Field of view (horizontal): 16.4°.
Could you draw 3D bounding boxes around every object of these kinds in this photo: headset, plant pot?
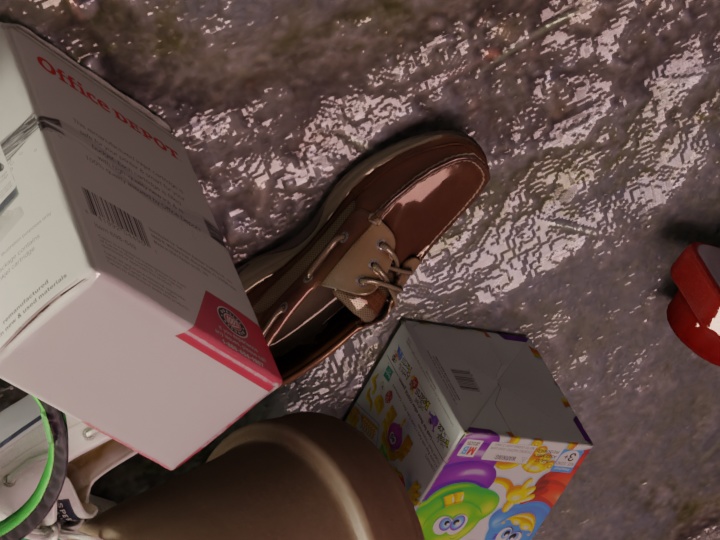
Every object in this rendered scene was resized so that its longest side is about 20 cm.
[{"bbox_3d":[-0.254,0.106,1.317,0.199,0.094,0.124,-14,104,-1],"label":"headset"},{"bbox_3d":[-0.085,0.191,1.476,0.174,0.200,0.201,-6,133,-38],"label":"plant pot"}]

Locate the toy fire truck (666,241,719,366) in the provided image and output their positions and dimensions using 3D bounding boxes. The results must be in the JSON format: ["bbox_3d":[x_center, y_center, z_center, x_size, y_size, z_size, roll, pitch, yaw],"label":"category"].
[{"bbox_3d":[0.297,0.043,1.573,0.199,0.168,0.112,13,123,-35],"label":"toy fire truck"}]

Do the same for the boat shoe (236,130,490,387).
[{"bbox_3d":[0.000,0.000,1.454,0.200,0.072,0.076,-41,135,13],"label":"boat shoe"}]

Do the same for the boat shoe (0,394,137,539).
[{"bbox_3d":[-0.174,0.122,1.398,0.202,0.086,0.075,-35,163,7],"label":"boat shoe"}]

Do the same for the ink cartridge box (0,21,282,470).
[{"bbox_3d":[-0.139,-0.015,1.279,0.085,0.200,0.146,-39,135,17],"label":"ink cartridge box"}]

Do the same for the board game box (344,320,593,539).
[{"bbox_3d":[0.043,0.145,1.587,0.103,0.105,0.200,9,126,-33],"label":"board game box"}]

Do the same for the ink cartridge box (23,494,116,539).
[{"bbox_3d":[-0.259,0.204,1.532,0.161,0.050,0.200,23,115,-39],"label":"ink cartridge box"}]
